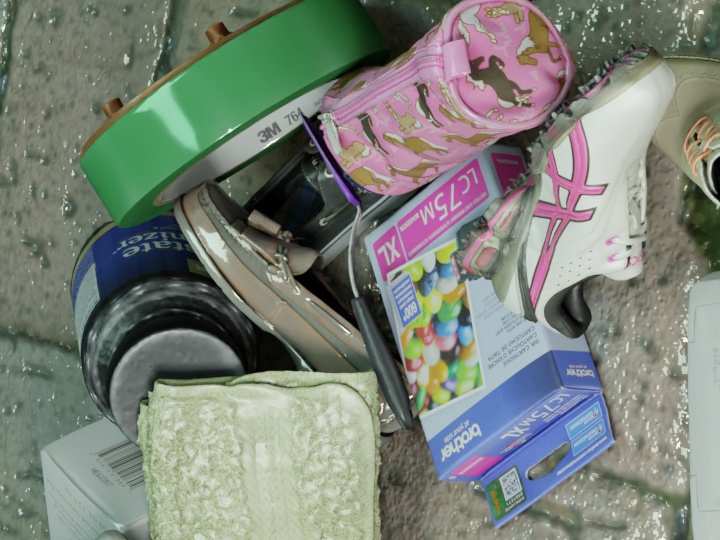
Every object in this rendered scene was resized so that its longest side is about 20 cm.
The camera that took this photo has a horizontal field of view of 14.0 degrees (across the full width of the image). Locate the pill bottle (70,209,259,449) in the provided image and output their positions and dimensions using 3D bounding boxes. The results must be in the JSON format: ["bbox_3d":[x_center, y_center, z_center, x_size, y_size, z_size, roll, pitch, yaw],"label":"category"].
[{"bbox_3d":[-0.123,0.041,1.846,0.200,0.112,0.112,-115,42,-68],"label":"pill bottle"}]

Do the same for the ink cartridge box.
[{"bbox_3d":[0.075,0.039,1.733,0.119,0.042,0.200,-39,60,40],"label":"ink cartridge box"}]

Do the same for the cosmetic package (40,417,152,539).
[{"bbox_3d":[-0.145,0.199,1.878,0.102,0.074,0.200,40,142,41],"label":"cosmetic package"}]

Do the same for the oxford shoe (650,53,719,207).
[{"bbox_3d":[0.202,-0.069,1.569,0.200,0.074,0.071,34,112,46],"label":"oxford shoe"}]

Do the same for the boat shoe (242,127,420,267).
[{"bbox_3d":[-0.013,-0.060,1.828,0.200,0.057,0.069,-47,53,35],"label":"boat shoe"}]

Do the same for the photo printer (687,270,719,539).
[{"bbox_3d":[0.260,0.072,1.492,0.200,0.069,0.167,-9,79,48],"label":"photo printer"}]

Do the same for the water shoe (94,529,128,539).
[{"bbox_3d":[-0.164,0.242,1.784,0.072,0.079,0.200,47,147,33],"label":"water shoe"}]

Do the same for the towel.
[{"bbox_3d":[-0.057,0.154,1.767,0.036,0.148,0.200,-104,10,-69],"label":"towel"}]

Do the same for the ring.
[{"bbox_3d":[-0.093,-0.126,1.827,0.200,0.200,0.019,-35,85,41],"label":"ring"}]

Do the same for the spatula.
[{"bbox_3d":[0.000,0.000,1.762,0.021,0.057,0.200,-15,86,6],"label":"spatula"}]

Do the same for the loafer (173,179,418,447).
[{"bbox_3d":[-0.031,0.016,1.803,0.063,0.072,0.200,-40,86,21],"label":"loafer"}]

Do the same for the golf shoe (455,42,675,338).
[{"bbox_3d":[0.132,-0.044,1.610,0.092,0.073,0.200,41,138,9],"label":"golf shoe"}]

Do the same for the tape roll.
[{"bbox_3d":[-0.076,-0.099,1.796,0.200,0.200,0.048,-36,85,41],"label":"tape roll"}]

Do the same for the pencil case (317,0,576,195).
[{"bbox_3d":[0.046,-0.099,1.670,0.083,0.087,0.200,51,156,-7],"label":"pencil case"}]
